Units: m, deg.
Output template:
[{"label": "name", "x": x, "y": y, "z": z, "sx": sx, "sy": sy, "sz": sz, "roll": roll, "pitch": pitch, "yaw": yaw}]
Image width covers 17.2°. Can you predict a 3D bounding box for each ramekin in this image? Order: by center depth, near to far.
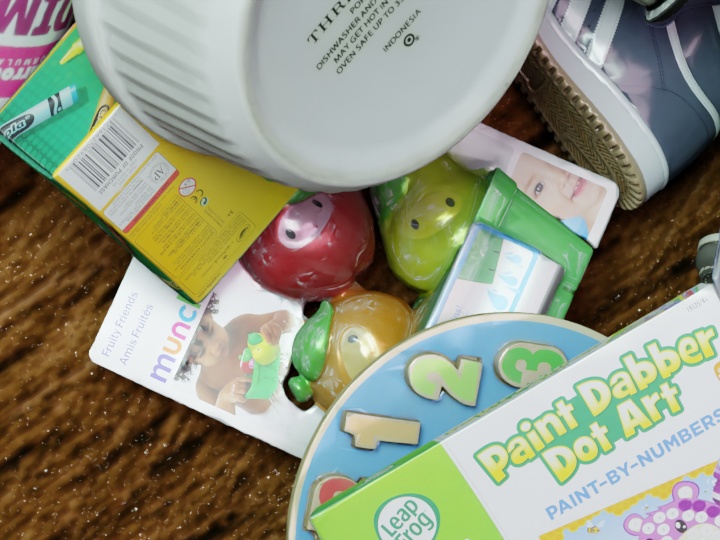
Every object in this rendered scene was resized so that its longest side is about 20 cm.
[{"label": "ramekin", "x": -0.010, "y": -0.123, "z": 0.962, "sx": 0.202, "sy": 0.094, "sz": 0.203, "roll": -22, "pitch": 130, "yaw": -29}]

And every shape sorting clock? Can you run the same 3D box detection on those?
[{"label": "shape sorting clock", "x": 0.065, "y": 0.119, "z": 1.068, "sx": 0.200, "sy": 0.039, "sz": 0.200, "roll": -1, "pitch": 94, "yaw": -9}]

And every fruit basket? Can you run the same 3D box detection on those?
[{"label": "fruit basket", "x": 0.000, "y": 0.000, "z": 1.124, "sx": 0.200, "sy": 0.094, "sz": 0.185, "roll": 26, "pitch": 83, "yaw": -9}]

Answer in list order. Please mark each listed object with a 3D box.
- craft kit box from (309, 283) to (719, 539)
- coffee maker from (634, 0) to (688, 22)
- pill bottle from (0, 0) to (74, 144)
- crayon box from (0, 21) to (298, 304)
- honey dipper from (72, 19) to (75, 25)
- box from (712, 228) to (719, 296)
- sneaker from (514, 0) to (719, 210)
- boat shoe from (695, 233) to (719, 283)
[{"label": "craft kit box", "x": 0.112, "y": 0.138, "z": 1.015, "sx": 0.200, "sy": 0.049, "sz": 0.198, "roll": -31, "pitch": 86, "yaw": 2}, {"label": "coffee maker", "x": 0.103, "y": -0.240, "z": 1.089, "sx": 0.200, "sy": 0.135, "sz": 0.192, "roll": 33, "pitch": 63, "yaw": -5}, {"label": "pill bottle", "x": -0.174, "y": -0.137, "z": 1.036, "sx": 0.113, "sy": 0.113, "sz": 0.200, "roll": 21, "pitch": 116, "yaw": -12}, {"label": "crayon box", "x": -0.053, "y": -0.097, "z": 1.056, "sx": 0.200, "sy": 0.058, "sz": 0.119, "roll": -49, "pitch": 139, "yaw": -4}, {"label": "honey dipper", "x": -0.086, "y": -0.150, "z": 1.136, "sx": 0.038, "sy": 0.038, "sz": 0.200, "roll": 43, "pitch": 77, "yaw": -9}, {"label": "box", "x": 0.202, "y": -0.045, "z": 1.110, "sx": 0.048, "sy": 0.122, "sz": 0.200, "roll": -3, "pitch": 53, "yaw": 20}, {"label": "sneaker", "x": 0.116, "y": -0.140, "z": 1.168, "sx": 0.108, "sy": 0.070, "sz": 0.200, "roll": -35, "pitch": 93, "yaw": -18}, {"label": "boat shoe", "x": 0.249, "y": 0.049, "z": 1.193, "sx": 0.200, "sy": 0.067, "sz": 0.057, "roll": 30, "pitch": 66, "yaw": -14}]
